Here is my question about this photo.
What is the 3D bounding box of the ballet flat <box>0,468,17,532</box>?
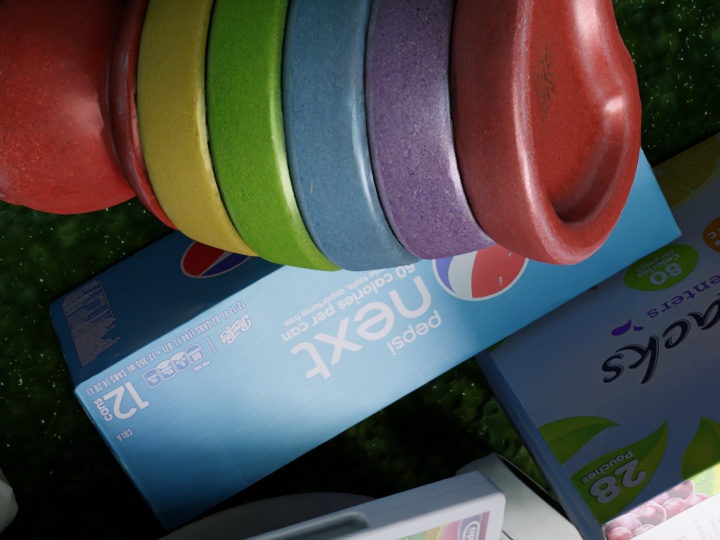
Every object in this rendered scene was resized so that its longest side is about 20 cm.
[{"bbox_3d":[-0.143,0.101,0.840,0.068,0.068,0.201,-31,130,-11],"label":"ballet flat"}]

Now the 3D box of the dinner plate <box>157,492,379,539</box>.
[{"bbox_3d":[-0.046,0.162,0.878,0.199,0.024,0.201,-20,136,-20],"label":"dinner plate"}]

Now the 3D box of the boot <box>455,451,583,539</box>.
[{"bbox_3d":[0.049,0.164,0.899,0.144,0.072,0.200,-38,131,-3],"label":"boot"}]

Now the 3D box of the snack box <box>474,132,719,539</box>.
[{"bbox_3d":[0.147,0.017,0.819,0.199,0.169,0.068,-28,121,-1],"label":"snack box"}]

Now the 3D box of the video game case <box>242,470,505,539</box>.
[{"bbox_3d":[-0.046,0.149,0.797,0.199,0.018,0.144,-13,126,-32],"label":"video game case"}]

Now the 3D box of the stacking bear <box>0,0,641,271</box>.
[{"bbox_3d":[-0.029,-0.056,0.746,0.199,0.114,0.122,0,127,21],"label":"stacking bear"}]

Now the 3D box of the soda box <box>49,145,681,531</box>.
[{"bbox_3d":[0.000,0.000,0.828,0.199,0.064,0.068,-30,119,0],"label":"soda box"}]
